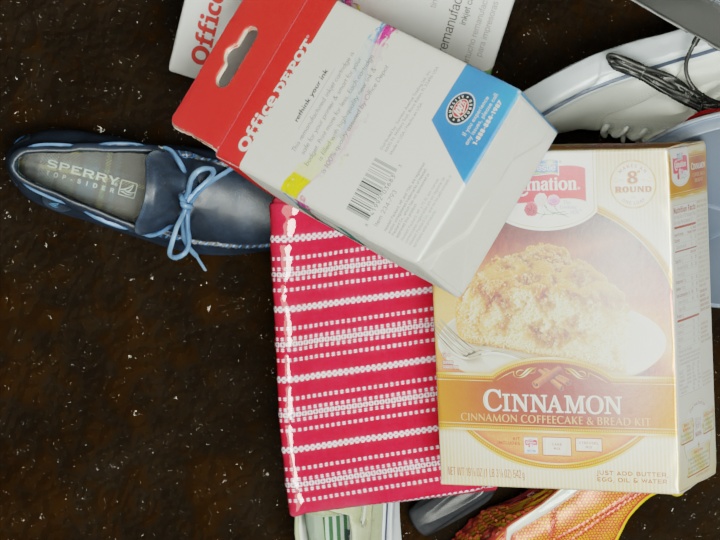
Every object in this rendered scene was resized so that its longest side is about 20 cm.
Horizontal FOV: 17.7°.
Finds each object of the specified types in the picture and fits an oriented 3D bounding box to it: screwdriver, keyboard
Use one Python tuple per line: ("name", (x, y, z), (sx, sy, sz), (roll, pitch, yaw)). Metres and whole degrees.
("screwdriver", (0.117, 0.114, 1.527), (0.200, 0.029, 0.028), (-34, 93, 3))
("keyboard", (0.213, -0.155, 1.434), (0.199, 0.021, 0.127), (29, 87, -4))

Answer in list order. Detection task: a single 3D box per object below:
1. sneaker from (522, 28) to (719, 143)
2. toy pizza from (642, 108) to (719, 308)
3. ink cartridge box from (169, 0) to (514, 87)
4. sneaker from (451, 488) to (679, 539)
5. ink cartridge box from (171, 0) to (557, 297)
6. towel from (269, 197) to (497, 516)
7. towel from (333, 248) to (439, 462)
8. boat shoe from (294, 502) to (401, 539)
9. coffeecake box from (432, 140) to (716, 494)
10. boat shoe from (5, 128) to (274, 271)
("sneaker", (0.185, -0.109, 1.470), (0.199, 0.073, 0.071), (-19, 85, 4))
("toy pizza", (0.245, -0.044, 1.442), (0.199, 0.201, 0.032), (-3, 54, 4))
("ink cartridge box", (-0.007, -0.171, 1.448), (0.199, 0.084, 0.145), (18, 122, 2))
("sneaker", (0.125, 0.176, 1.509), (0.200, 0.073, 0.077), (-35, 103, 9))
("ink cartridge box", (-0.001, -0.083, 1.353), (0.200, 0.067, 0.116), (30, 87, 31))
("towel", (0.017, 0.046, 1.434), (0.144, 0.022, 0.201), (-5, 95, -17))
("towel", (0.086, 0.026, 1.477), (0.199, 0.022, 0.147), (-21, 99, -18))
("boat shoe", (-0.011, 0.139, 1.491), (0.072, 0.062, 0.201), (3, 112, 31))
("coffeecake box", (0.126, 0.025, 1.375), (0.153, 0.073, 0.201), (0, 96, 27))
("boat shoe", (-0.135, -0.043, 1.502), (0.199, 0.069, 0.085), (5, 97, 3))
